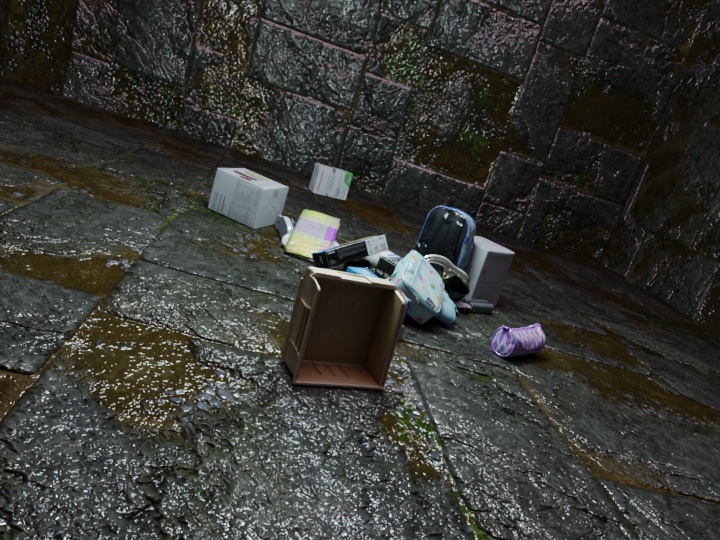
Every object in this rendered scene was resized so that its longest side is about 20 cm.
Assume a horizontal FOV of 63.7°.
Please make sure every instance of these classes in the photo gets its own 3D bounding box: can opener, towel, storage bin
[{"bbox_3d":[0.361,0.097,1.882,0.197,0.068,0.053,6,20,-37],"label":"can opener"},{"bbox_3d":[-0.152,-0.108,1.865,0.140,0.023,0.203,16,52,1],"label":"towel"},{"bbox_3d":[-0.031,0.113,1.120,0.196,0.203,0.094,9,13,-29],"label":"storage bin"}]

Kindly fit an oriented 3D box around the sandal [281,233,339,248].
[{"bbox_3d":[-0.158,-0.078,1.887,0.198,0.050,0.084,14,55,0],"label":"sandal"}]

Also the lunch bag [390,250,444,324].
[{"bbox_3d":[0.157,0.042,1.615,0.161,0.077,0.201,48,29,-13],"label":"lunch bag"}]

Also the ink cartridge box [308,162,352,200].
[{"bbox_3d":[-0.158,-0.466,3.038,0.196,0.149,0.084,10,17,-30],"label":"ink cartridge box"}]

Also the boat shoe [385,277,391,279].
[{"bbox_3d":[0.076,0.060,1.625,0.072,0.064,0.200,61,4,-16],"label":"boat shoe"}]

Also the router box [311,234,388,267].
[{"bbox_3d":[-0.034,-0.057,1.739,0.196,0.052,0.149,-17,5,-21],"label":"router box"}]

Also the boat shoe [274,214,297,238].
[{"bbox_3d":[-0.246,-0.154,2.009,0.069,0.074,0.200,8,16,-20],"label":"boat shoe"}]

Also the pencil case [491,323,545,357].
[{"bbox_3d":[0.446,0.194,1.621,0.197,0.087,0.083,0,21,-47],"label":"pencil case"}]

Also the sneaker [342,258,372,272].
[{"bbox_3d":[0.000,0.000,1.759,0.072,0.083,0.200,12,17,-23],"label":"sneaker"}]

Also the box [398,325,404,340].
[{"bbox_3d":[0.002,0.107,1.478,0.153,0.042,0.200,11,16,-29],"label":"box"}]

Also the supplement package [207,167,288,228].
[{"bbox_3d":[-0.394,-0.260,2.054,0.196,0.150,0.191,23,16,14],"label":"supplement package"}]

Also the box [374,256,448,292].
[{"bbox_3d":[0.165,0.031,1.839,0.197,0.088,0.163,4,21,-44],"label":"box"}]

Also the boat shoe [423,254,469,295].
[{"bbox_3d":[0.260,0.015,1.758,0.199,0.072,0.061,26,35,-33],"label":"boat shoe"}]

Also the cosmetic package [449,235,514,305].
[{"bbox_3d":[0.398,-0.003,2.014,0.165,0.204,0.165,3,21,-42],"label":"cosmetic package"}]

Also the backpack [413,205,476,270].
[{"bbox_3d":[0.287,-0.104,1.905,0.181,0.204,0.146,26,16,30],"label":"backpack"}]

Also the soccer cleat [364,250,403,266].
[{"bbox_3d":[0.101,-0.029,1.993,0.196,0.071,0.086,21,11,3],"label":"soccer cleat"}]

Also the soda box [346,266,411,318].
[{"bbox_3d":[0.037,0.061,1.479,0.067,0.066,0.199,6,19,-41],"label":"soda box"}]

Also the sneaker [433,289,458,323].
[{"bbox_3d":[0.250,0.114,1.720,0.081,0.074,0.200,37,18,-2],"label":"sneaker"}]
